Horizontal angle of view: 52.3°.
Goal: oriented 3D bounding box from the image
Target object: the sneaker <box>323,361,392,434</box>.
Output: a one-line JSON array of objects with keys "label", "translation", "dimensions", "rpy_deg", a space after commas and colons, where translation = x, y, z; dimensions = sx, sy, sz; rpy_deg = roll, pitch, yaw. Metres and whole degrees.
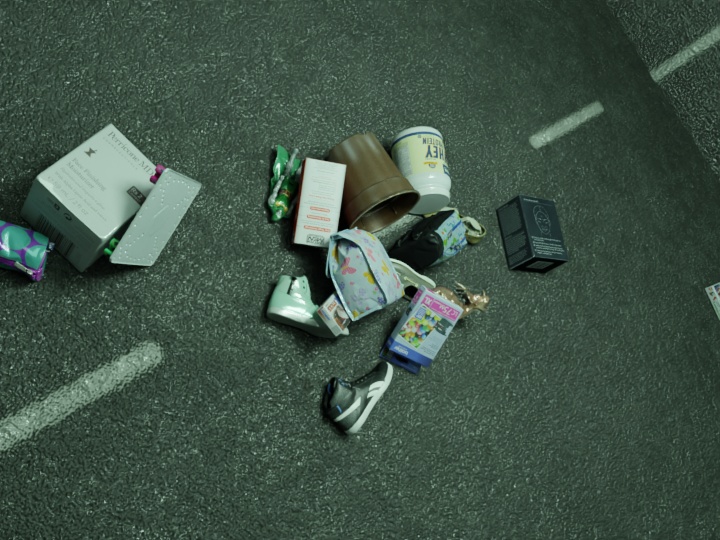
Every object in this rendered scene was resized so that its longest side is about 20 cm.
[{"label": "sneaker", "translation": [-0.009, 0.257, 1.648], "dimensions": [0.112, 0.073, 0.200], "rpy_deg": [44, 52, -12]}]

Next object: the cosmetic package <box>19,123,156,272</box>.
[{"label": "cosmetic package", "translation": [-0.511, -0.139, 1.420], "dimensions": [0.165, 0.165, 0.200], "rpy_deg": [44, 51, -10]}]

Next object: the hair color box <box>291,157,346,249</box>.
[{"label": "hair color box", "translation": [-0.099, -0.155, 1.724], "dimensions": [0.101, 0.061, 0.201], "rpy_deg": [9, 87, -13]}]

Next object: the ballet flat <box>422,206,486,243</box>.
[{"label": "ballet flat", "translation": [0.266, -0.137, 2.034], "dimensions": [0.199, 0.071, 0.071], "rpy_deg": [26, 56, -23]}]

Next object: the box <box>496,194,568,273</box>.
[{"label": "box", "translation": [0.505, -0.106, 2.161], "dimensions": [0.148, 0.107, 0.201], "rpy_deg": [6, 66, -33]}]

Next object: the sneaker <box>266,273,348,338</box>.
[{"label": "sneaker", "translation": [-0.106, 0.077, 1.660], "dimensions": [0.200, 0.074, 0.119], "rpy_deg": [22, 64, -22]}]

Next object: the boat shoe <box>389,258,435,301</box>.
[{"label": "boat shoe", "translation": [0.107, 0.030, 1.839], "dimensions": [0.201, 0.072, 0.061], "rpy_deg": [26, 51, -28]}]

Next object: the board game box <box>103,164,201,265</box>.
[{"label": "board game box", "translation": [-0.400, -0.103, 1.422], "dimensions": [0.026, 0.200, 0.200], "rpy_deg": [33, 92, 6]}]

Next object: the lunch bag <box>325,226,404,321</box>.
[{"label": "lunch bag", "translation": [0.000, 0.000, 1.711], "dimensions": [0.201, 0.127, 0.170], "rpy_deg": [66, 18, 0]}]

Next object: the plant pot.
[{"label": "plant pot", "translation": [0.017, -0.221, 1.825], "dimensions": [0.200, 0.200, 0.199], "rpy_deg": [-15, 71, -39]}]

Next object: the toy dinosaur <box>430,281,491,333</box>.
[{"label": "toy dinosaur", "translation": [0.220, 0.078, 1.836], "dimensions": [0.200, 0.086, 0.136], "rpy_deg": [26, 88, -37]}]

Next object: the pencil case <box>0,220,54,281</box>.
[{"label": "pencil case", "translation": [-0.665, -0.048, 1.321], "dimensions": [0.199, 0.085, 0.093], "rpy_deg": [19, 32, -26]}]

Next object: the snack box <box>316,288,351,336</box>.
[{"label": "snack box", "translation": [-0.048, 0.087, 1.667], "dimensions": [0.072, 0.024, 0.200], "rpy_deg": [51, 17, -4]}]

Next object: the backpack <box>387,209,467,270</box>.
[{"label": "backpack", "translation": [0.192, -0.081, 1.910], "dimensions": [0.154, 0.163, 0.200], "rpy_deg": [49, 43, -17]}]

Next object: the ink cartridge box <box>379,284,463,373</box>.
[{"label": "ink cartridge box", "translation": [0.145, 0.149, 1.751], "dimensions": [0.119, 0.200, 0.042], "rpy_deg": [28, 11, -22]}]

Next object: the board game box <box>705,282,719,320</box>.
[{"label": "board game box", "translation": [1.362, 0.100, 2.715], "dimensions": [0.199, 0.035, 0.127], "rpy_deg": [-13, 77, -38]}]

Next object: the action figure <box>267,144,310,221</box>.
[{"label": "action figure", "translation": [-0.175, -0.199, 1.763], "dimensions": [0.118, 0.055, 0.201], "rpy_deg": [30, 58, -24]}]

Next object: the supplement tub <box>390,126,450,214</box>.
[{"label": "supplement tub", "translation": [0.163, -0.268, 1.971], "dimensions": [0.144, 0.145, 0.201], "rpy_deg": [6, 66, -33]}]
